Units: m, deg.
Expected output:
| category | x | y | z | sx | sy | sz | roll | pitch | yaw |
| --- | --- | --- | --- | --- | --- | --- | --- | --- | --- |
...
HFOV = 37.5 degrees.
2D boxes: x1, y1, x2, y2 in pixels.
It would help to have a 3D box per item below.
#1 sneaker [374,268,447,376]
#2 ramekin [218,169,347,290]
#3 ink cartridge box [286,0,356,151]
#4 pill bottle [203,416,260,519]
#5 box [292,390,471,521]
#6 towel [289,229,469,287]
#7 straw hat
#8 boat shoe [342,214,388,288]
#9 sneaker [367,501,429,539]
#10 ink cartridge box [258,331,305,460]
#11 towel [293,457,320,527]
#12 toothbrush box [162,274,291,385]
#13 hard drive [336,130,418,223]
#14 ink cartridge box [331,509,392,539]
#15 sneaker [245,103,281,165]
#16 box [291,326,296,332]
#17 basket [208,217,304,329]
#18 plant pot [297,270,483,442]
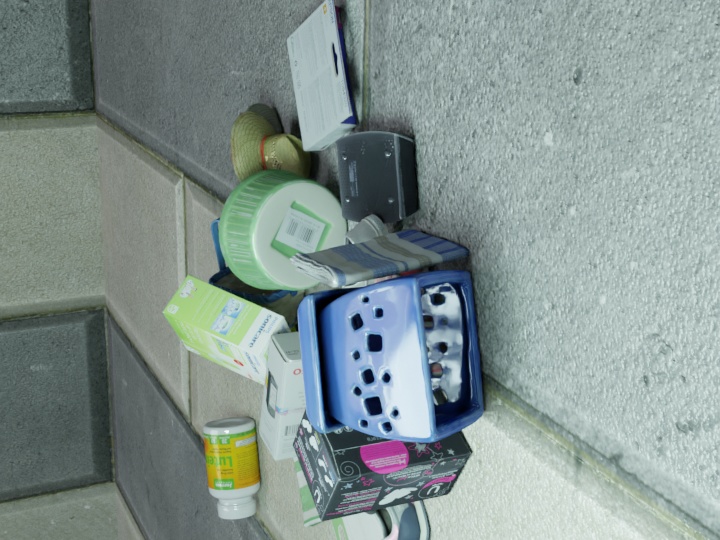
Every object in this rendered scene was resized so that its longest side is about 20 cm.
| category | x | y | z | sx | sy | sz | roll | pitch | yaw |
| --- | --- | --- | --- | --- | --- | --- | --- | --- | --- |
| sneaker | 0.069 | 0.054 | 1.467 | 0.200 | 0.075 | 0.105 | -116 | 25 | -44 |
| ramekin | -0.118 | -0.061 | 1.711 | 0.098 | 0.200 | 0.200 | 13 | 108 | 57 |
| ink cartridge box | -0.053 | -0.309 | 1.680 | 0.200 | 0.043 | 0.196 | -21 | 76 | 63 |
| pill bottle | -0.272 | 0.422 | 2.266 | 0.111 | 0.111 | 0.200 | -176 | 80 | -65 |
| box | 0.026 | 0.246 | 1.463 | 0.115 | 0.200 | 0.132 | 111 | 144 | -44 |
| towel | 0.022 | -0.019 | 1.401 | 0.147 | 0.200 | 0.024 | -155 | 56 | -62 |
| straw hat | -0.131 | -0.187 | 1.817 | 0.085 | 0.201 | 0.201 | -13 | 83 | 27 |
| boat shoe | 0.000 | 0.000 | 1.577 | 0.072 | 0.069 | 0.200 | 53 | 156 | 22 |
| sneaker | 0.035 | 0.327 | 1.605 | 0.070 | 0.082 | 0.200 | 114 | 142 | -49 |
| ink cartridge box | -0.080 | 0.201 | 1.746 | 0.086 | 0.148 | 0.200 | 49 | 137 | 51 |
| towel | -0.098 | 0.371 | 1.978 | 0.153 | 0.023 | 0.200 | 134 | 125 | -61 |
| toothbrush box | -0.216 | 0.107 | 1.807 | 0.200 | 0.086 | 0.146 | 21 | 156 | 21 |
| hard drive | 0.024 | -0.137 | 1.556 | 0.200 | 0.042 | 0.135 | -172 | 76 | -65 |
| ink cartridge box | 0.016 | 0.414 | 1.712 | 0.200 | 0.048 | 0.146 | 120 | 137 | -53 |
| sneaker | -0.185 | -0.201 | 1.958 | 0.106 | 0.075 | 0.200 | 126 | 137 | -67 |
| box | -0.151 | 0.167 | 2.014 | 0.122 | 0.048 | 0.200 | -29 | 71 | 63 |
| basket | -0.187 | 0.009 | 1.896 | 0.176 | 0.139 | 0.200 | 16 | 127 | 30 |
| plant pot | 0.035 | 0.106 | 1.332 | 0.180 | 0.200 | 0.200 | -5 | 90 | 24 |
